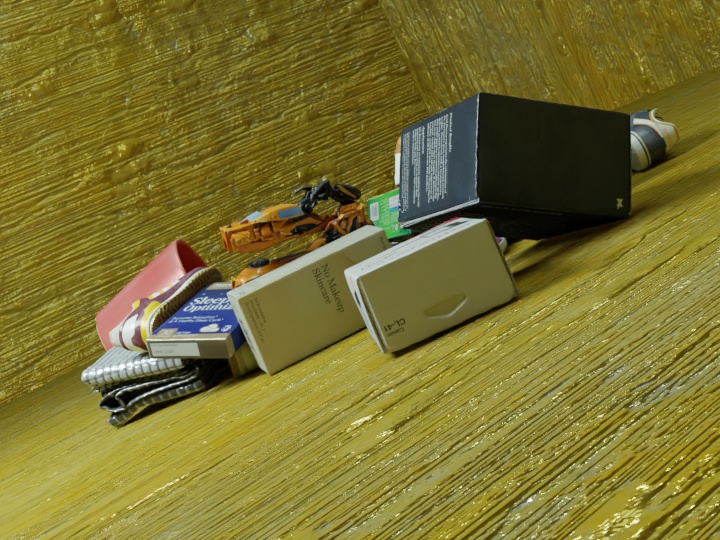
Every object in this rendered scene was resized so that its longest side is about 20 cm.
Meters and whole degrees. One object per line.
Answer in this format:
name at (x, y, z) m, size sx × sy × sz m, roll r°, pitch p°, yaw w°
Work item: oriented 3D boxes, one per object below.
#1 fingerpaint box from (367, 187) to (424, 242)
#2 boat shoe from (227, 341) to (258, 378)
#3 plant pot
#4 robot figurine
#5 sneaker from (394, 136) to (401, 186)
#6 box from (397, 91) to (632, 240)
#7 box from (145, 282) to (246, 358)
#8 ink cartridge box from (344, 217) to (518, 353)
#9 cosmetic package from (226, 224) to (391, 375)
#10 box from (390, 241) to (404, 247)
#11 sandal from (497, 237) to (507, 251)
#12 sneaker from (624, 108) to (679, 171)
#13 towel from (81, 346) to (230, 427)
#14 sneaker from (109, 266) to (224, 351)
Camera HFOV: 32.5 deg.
fingerpaint box at (0.117, -0.082, 1.819) m, size 0.165 × 0.074 × 0.200 m, roll -3°, pitch -2°, yaw -17°
boat shoe at (-0.131, 0.086, 1.621) m, size 0.062 × 0.074 × 0.200 m, roll -16°, pitch 17°, yaw 7°
plant pot at (-0.305, 0.079, 1.937) m, size 0.176 × 0.202 × 0.200 m, roll -32°, pitch 4°, yaw 5°
robot figurine at (-0.070, -0.029, 1.543) m, size 0.198 × 0.147 × 0.058 m, roll -17°, pitch 20°, yaw -18°
sneaker at (0.097, -0.160, 1.823) m, size 0.072 × 0.086 × 0.200 m, roll -6°, pitch -4°, yaw 14°
box at (0.172, -0.112, 1.406) m, size 0.198 × 0.126 × 0.196 m, roll 4°, pitch -6°, yaw -24°
box at (-0.173, 0.054, 1.583) m, size 0.120 × 0.033 × 0.200 m, roll -3°, pitch 22°, yaw 26°
ink cartridge box at (0.067, 0.011, 1.261) m, size 0.146 × 0.086 × 0.200 m, roll -24°, pitch 2°, yaw -3°
cosmetic package at (-0.049, 0.033, 1.489) m, size 0.198 × 0.104 × 0.073 m, roll -27°, pitch 12°, yaw -12°
box at (0.000, 0.000, 1.701) m, size 0.156 × 0.050 × 0.200 m, roll -8°, pitch 6°, yaw 5°
sandal at (0.124, -0.021, 1.540) m, size 0.082 × 0.050 × 0.202 m, roll -20°, pitch 5°, yaw 33°
sneaker at (0.410, -0.196, 1.831) m, size 0.079 × 0.079 × 0.200 m, roll -28°, pitch 18°, yaw -2°
towel at (-0.262, 0.129, 1.686) m, size 0.164 × 0.087 × 0.200 m, roll -15°, pitch 12°, yaw 16°
sneaker at (-0.256, 0.048, 1.653) m, size 0.089 × 0.076 × 0.200 m, roll -5°, pitch 16°, yaw 27°
